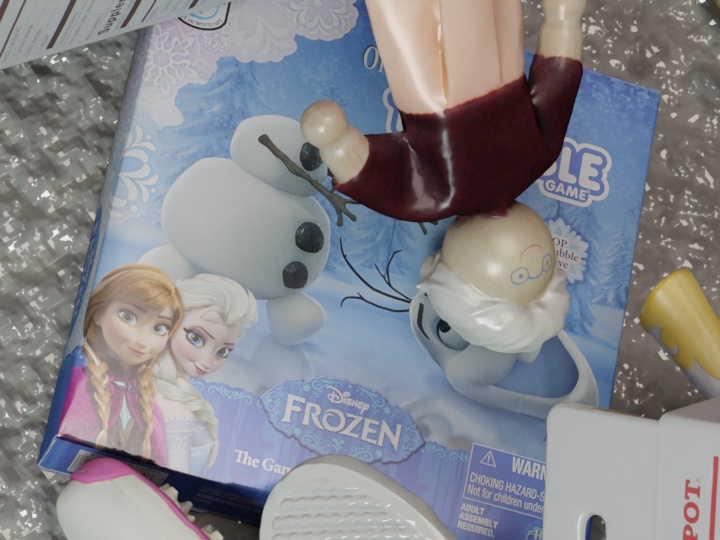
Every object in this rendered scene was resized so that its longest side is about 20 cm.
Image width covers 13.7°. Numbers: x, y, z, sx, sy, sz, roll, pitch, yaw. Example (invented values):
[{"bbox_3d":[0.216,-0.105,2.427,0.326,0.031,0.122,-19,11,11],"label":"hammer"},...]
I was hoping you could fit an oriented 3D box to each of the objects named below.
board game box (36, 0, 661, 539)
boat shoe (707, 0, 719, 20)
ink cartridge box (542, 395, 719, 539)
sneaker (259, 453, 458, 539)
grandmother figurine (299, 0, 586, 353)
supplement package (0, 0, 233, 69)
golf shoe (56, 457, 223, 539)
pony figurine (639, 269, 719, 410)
[{"bbox_3d":[0.000,0.000,1.106,0.199,0.043,0.200,16,67,-12],"label":"board game box"},{"bbox_3d":[0.215,-0.173,1.219,0.072,0.068,0.200,44,66,-1],"label":"boat shoe"},{"bbox_3d":[0.158,0.104,0.955,0.067,0.199,0.116,-14,109,-53],"label":"ink cartridge box"},{"bbox_3d":[0.038,0.142,1.057,0.074,0.082,0.200,-36,97,13],"label":"sneaker"},{"bbox_3d":[0.034,-0.062,1.037,0.121,0.061,0.201,-21,115,-17],"label":"grandmother figurine"},{"bbox_3d":[-0.078,-0.158,1.056,0.199,0.110,0.114,-20,73,-27],"label":"supplement package"},{"bbox_3d":[-0.059,0.160,1.019,0.091,0.075,0.200,-29,82,-21],"label":"golf shoe"},{"bbox_3d":[0.173,0.110,1.062,0.166,0.193,0.200,-30,63,-24],"label":"pony figurine"}]
